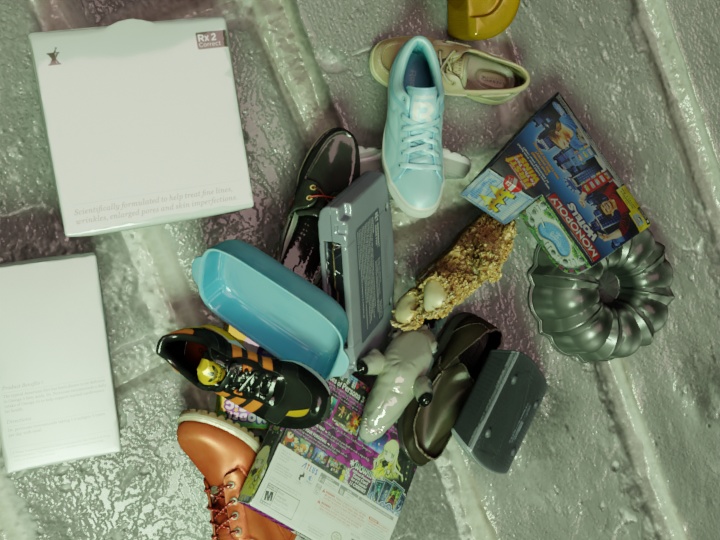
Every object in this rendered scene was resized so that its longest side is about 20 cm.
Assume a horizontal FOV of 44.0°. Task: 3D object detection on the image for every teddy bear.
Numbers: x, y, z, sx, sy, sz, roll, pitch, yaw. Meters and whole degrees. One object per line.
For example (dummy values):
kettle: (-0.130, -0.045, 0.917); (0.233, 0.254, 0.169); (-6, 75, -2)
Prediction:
teddy bear: (0.114, 0.008, 1.036); (0.067, 0.200, 0.145); (48, 123, -3)

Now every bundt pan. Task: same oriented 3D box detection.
bundt pan: (0.317, 0.021, 1.139); (0.198, 0.076, 0.206); (0, 91, -16)

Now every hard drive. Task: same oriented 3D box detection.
hard drive: (0.166, 0.166, 1.052); (0.042, 0.200, 0.136); (24, 82, 26)

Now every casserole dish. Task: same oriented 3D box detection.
casserole dish: (-0.088, 0.038, 0.938); (0.198, 0.122, 0.039); (33, 54, 9)

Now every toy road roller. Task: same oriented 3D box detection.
toy road roller: (0.169, -0.355, 1.069); (0.196, 0.123, 0.149); (-7, 107, -14)

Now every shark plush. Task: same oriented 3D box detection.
shark plush: (0.046, 0.107, 1.033); (0.089, 0.201, 0.084); (17, 130, 4)

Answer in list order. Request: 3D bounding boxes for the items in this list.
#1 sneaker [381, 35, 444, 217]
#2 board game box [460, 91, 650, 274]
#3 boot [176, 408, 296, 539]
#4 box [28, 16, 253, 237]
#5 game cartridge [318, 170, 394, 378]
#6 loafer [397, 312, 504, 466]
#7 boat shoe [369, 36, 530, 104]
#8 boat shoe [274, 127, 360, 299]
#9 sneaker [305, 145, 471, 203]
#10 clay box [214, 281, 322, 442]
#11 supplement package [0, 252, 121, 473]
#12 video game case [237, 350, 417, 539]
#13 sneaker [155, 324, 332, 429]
sneaker: (0.059, -0.163, 0.983); (0.072, 0.082, 0.204); (-4, 76, -4)
board game box: (0.219, -0.091, 1.046); (0.198, 0.062, 0.202); (-27, 80, -39)
boot: (-0.141, 0.244, 0.975); (0.201, 0.074, 0.108); (50, 43, -17)
box: (-0.230, -0.148, 0.941); (0.195, 0.131, 0.204); (-10, 94, -16)
game cartridge: (0.000, 0.000, 0.992); (0.133, 0.040, 0.203); (-41, 135, -53)
loafer: (0.109, 0.137, 1.055); (0.073, 0.071, 0.202); (38, 67, -30)
boat shoe: (0.109, -0.244, 1.076); (0.196, 0.065, 0.074); (8, 88, -17)
boat shoe: (-0.044, -0.062, 0.983); (0.073, 0.063, 0.205); (20, 86, -11)
sneaker: (0.034, -0.109, 1.060); (0.196, 0.075, 0.084); (-3, 98, -5)
clay box: (-0.104, 0.106, 1.026); (0.113, 0.048, 0.204); (5, 89, -16)
supplement package: (-0.319, 0.088, 0.924); (0.115, 0.117, 0.204); (-7, 93, -15)
video game case: (-0.023, 0.219, 1.011); (0.199, 0.036, 0.183); (37, 65, -30)
sneaker: (-0.127, 0.114, 0.928); (0.198, 0.090, 0.071); (22, 97, 26)
